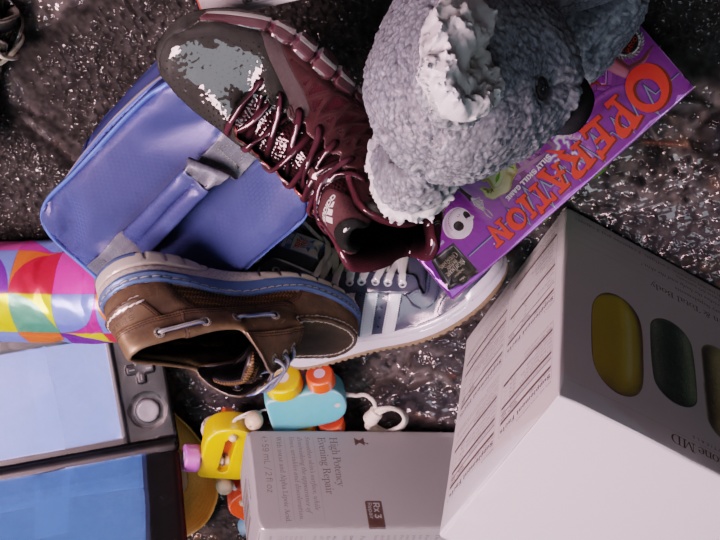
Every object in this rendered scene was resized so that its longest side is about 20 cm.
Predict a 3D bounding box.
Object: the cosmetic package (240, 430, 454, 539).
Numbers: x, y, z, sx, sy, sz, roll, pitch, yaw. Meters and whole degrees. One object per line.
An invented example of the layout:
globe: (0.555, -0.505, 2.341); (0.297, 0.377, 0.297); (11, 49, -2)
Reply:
cosmetic package: (0.009, 0.184, 0.964); (0.197, 0.102, 0.075); (0, 131, -13)

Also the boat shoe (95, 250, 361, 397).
boat shoe: (-0.080, 0.045, 0.805); (0.198, 0.073, 0.072); (9, 142, -36)

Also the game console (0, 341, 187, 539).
game console: (-0.243, 0.137, 0.944); (0.198, 0.119, 0.175); (-9, 100, -6)

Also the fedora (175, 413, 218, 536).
fedora: (-0.222, 0.186, 1.059); (0.198, 0.082, 0.202); (6, 125, 8)

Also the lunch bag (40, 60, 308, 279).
lunch bag: (-0.109, -0.066, 0.825); (0.136, 0.133, 0.200); (40, 124, -17)

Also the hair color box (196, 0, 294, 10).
hair color box: (-0.070, -0.252, 0.686); (0.100, 0.061, 0.202); (-8, 122, 17)

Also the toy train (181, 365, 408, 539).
toy train: (-0.062, 0.140, 1.016); (0.149, 0.056, 0.200); (29, 121, -32)

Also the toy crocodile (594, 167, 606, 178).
toy crocodile: (0.071, -0.067, 0.828); (0.198, 0.068, 0.062); (-7, 120, 14)

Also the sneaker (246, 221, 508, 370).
sneaker: (0.000, 0.000, 0.888); (0.198, 0.070, 0.109); (-20, 121, 28)

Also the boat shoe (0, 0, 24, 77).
boat shoe: (-0.264, -0.162, 0.828); (0.063, 0.071, 0.202); (8, 125, 7)

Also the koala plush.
koala plush: (0.062, -0.128, 0.627); (0.182, 0.202, 0.177); (25, 161, -3)

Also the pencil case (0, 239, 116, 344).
pencil case: (-0.248, 0.012, 0.942); (0.197, 0.089, 0.089); (3, 126, 9)

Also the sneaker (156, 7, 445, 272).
sneaker: (-0.028, -0.067, 0.694); (0.198, 0.116, 0.076); (26, 125, -18)

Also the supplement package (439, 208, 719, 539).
supplement package: (0.162, 0.097, 0.840); (0.151, 0.201, 0.151); (27, 127, -8)

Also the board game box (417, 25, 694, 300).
board game box: (0.094, -0.091, 0.771); (0.200, 0.032, 0.120); (-43, 91, 15)
